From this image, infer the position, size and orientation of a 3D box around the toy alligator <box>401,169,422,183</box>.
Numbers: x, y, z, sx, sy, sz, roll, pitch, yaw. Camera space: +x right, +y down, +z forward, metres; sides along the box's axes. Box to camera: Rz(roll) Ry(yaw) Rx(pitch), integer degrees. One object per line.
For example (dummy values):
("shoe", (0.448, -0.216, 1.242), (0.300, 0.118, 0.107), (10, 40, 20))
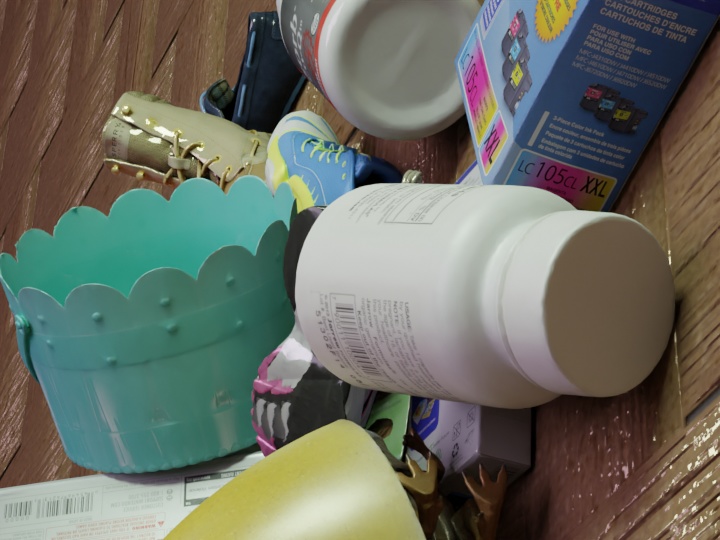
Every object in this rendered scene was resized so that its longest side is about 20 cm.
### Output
("toy alligator", (0.000, 0.000, 1.423), (0.059, 0.054, 0.201), (-53, -18, -41))

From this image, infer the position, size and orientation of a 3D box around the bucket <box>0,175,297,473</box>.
("bucket", (-0.126, 0.034, 1.461), (0.207, 0.206, 0.136), (-133, 30, -69))

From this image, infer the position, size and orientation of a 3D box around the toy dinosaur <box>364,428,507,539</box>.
("toy dinosaur", (0.048, 0.152, 1.215), (0.107, 0.060, 0.201), (100, 150, -52))

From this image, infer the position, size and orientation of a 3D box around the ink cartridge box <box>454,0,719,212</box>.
("ink cartridge box", (0.130, -0.147, 1.205), (0.137, 0.076, 0.201), (-100, 33, -52))

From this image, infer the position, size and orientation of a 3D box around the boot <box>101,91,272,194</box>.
("boot", (-0.124, -0.075, 1.681), (0.200, 0.154, 0.073), (-68, -4, -69))

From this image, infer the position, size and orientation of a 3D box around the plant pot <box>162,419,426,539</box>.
("plant pot", (-0.047, 0.197, 1.213), (0.200, 0.141, 0.202), (164, 90, -73))

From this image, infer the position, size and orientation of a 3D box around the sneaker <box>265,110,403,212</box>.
("sneaker", (-0.007, -0.058, 1.559), (0.105, 0.075, 0.201), (-47, 38, 32))

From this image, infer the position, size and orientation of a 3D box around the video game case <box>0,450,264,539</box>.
("video game case", (-0.140, 0.200, 1.368), (0.023, 0.198, 0.183), (74, -170, -48))

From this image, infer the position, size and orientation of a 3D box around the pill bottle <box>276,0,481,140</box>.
("pill bottle", (0.009, -0.165, 1.507), (0.200, 0.115, 0.117), (-128, 55, -68))

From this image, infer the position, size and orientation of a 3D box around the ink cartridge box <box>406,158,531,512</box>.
("ink cartridge box", (0.064, 0.041, 1.304), (0.099, 0.039, 0.201), (131, 147, -53))

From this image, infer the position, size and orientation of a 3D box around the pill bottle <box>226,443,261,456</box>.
("pill bottle", (-0.105, 0.199, 1.532), (0.111, 0.110, 0.202), (-145, 58, -71))

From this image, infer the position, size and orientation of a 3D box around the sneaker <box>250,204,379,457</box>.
("sneaker", (0.000, 0.045, 1.319), (0.080, 0.086, 0.201), (40, 131, 31))

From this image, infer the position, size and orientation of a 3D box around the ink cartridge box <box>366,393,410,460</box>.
("ink cartridge box", (-0.023, 0.170, 1.418), (0.104, 0.059, 0.202), (141, 141, -60))

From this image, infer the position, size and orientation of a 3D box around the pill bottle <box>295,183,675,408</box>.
("pill bottle", (0.064, 0.013, 1.162), (0.199, 0.114, 0.115), (4, 79, 55))

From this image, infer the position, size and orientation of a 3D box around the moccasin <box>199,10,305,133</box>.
("moccasin", (-0.101, -0.141, 1.881), (0.081, 0.068, 0.201), (-101, 31, -53))
